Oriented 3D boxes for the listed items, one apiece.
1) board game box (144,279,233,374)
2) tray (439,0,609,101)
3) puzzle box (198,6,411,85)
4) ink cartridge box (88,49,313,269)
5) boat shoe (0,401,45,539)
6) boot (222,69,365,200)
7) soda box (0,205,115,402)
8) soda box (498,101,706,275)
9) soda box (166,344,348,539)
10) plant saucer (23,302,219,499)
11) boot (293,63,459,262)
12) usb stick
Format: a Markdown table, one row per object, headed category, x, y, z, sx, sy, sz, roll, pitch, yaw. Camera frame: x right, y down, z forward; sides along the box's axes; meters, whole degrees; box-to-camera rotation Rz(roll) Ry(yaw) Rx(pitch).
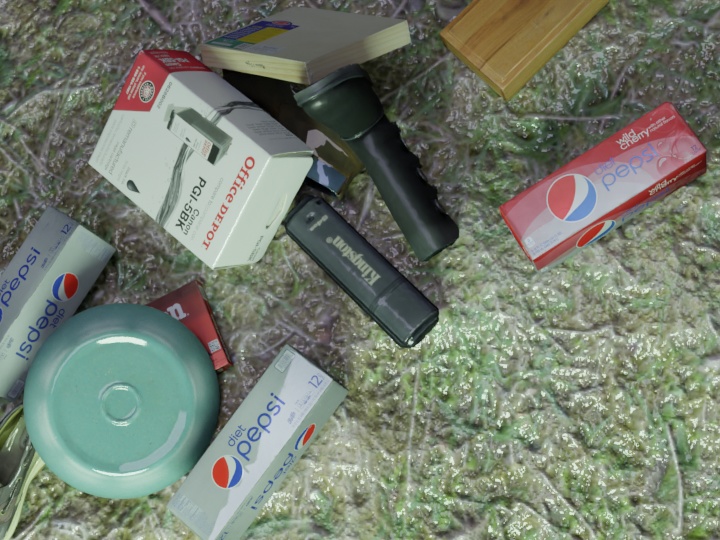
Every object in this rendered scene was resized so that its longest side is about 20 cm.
| category | x | y | z | sx | sy | sz | roll | pitch | yaw |
| --- | --- | --- | --- | --- | --- | --- | --- | --- | --- |
| board game box | -0.242 | 0.099 | 1.441 | 0.199 | 0.019 | 0.103 | -27 | 68 | 6 |
| tray | 0.189 | -0.284 | 1.427 | 0.200 | 0.037 | 0.099 | -45 | 69 | -2 |
| puzzle box | -0.060 | -0.234 | 1.399 | 0.133 | 0.026 | 0.200 | -28 | 28 | -29 |
| ink cartridge box | -0.168 | -0.117 | 1.421 | 0.200 | 0.083 | 0.147 | 38 | 113 | 21 |
| boat shoe | -0.381 | 0.219 | 1.410 | 0.072 | 0.066 | 0.201 | 31 | 90 | 27 |
| boot | -0.077 | -0.152 | 1.439 | 0.199 | 0.075 | 0.097 | 23 | 79 | 18 |
| soda box | -0.352 | 0.035 | 1.455 | 0.068 | 0.063 | 0.200 | 27 | 82 | 42 |
| soda box | 0.240 | -0.080 | 1.340 | 0.200 | 0.063 | 0.070 | -33 | 69 | 4 |
| soda box | -0.101 | 0.175 | 1.347 | 0.063 | 0.068 | 0.200 | 35 | 86 | 20 |
| plant saucer | -0.242 | 0.134 | 1.376 | 0.199 | 0.036 | 0.201 | 0 | 90 | -8 |
| boot | 0.021 | -0.098 | 1.325 | 0.065 | 0.165 | 0.201 | -26 | 90 | 19 |
| usb stick | 0.000 | 0.000 | 1.397 | 0.055 | 0.033 | 0.200 | -46 | 68 | 0 |
